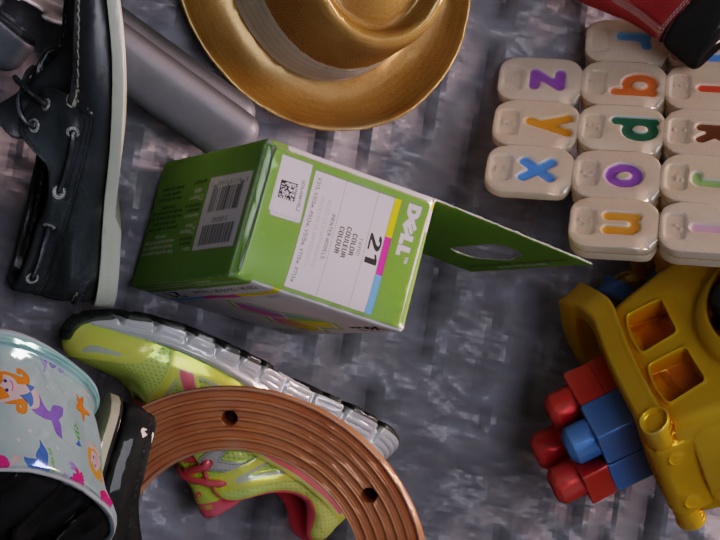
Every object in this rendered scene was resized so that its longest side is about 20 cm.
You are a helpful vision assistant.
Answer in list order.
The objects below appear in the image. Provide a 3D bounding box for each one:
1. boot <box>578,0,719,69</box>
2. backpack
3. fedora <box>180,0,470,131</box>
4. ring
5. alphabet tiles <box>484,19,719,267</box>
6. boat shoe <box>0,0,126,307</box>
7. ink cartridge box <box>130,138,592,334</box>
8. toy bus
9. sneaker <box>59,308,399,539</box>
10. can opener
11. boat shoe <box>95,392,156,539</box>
[{"bbox_3d":[0.212,-0.219,1.469,0.144,0.072,0.200,32,79,11],"label":"boot"},{"bbox_3d":[-0.220,0.091,1.193,0.200,0.178,0.151,-13,65,15],"label":"backpack"},{"bbox_3d":[-0.007,-0.179,1.386,0.200,0.082,0.201,2,86,-26],"label":"fedora"},{"bbox_3d":[-0.062,0.153,1.319,0.200,0.019,0.201,3,106,10],"label":"ring"},{"bbox_3d":[0.172,-0.075,1.423,0.195,0.015,0.200,3,43,7],"label":"alphabet tiles"},{"bbox_3d":[-0.157,-0.072,1.293,0.066,0.075,0.199,-1,123,-10],"label":"boat shoe"},{"bbox_3d":[0.000,0.000,1.344,0.200,0.148,0.076,19,80,-23],"label":"ink cartridge box"},{"bbox_3d":[0.179,0.048,1.434,0.192,0.200,0.136,-24,136,4],"label":"toy bus"},{"bbox_3d":[-0.078,0.086,1.345,0.200,0.078,0.090,28,86,-18],"label":"sneaker"},{"bbox_3d":[-0.150,-0.114,1.343,0.200,0.053,0.067,36,105,-20],"label":"can opener"},{"bbox_3d":[-0.133,0.160,1.290,0.063,0.074,0.202,11,105,-10],"label":"boat shoe"}]
